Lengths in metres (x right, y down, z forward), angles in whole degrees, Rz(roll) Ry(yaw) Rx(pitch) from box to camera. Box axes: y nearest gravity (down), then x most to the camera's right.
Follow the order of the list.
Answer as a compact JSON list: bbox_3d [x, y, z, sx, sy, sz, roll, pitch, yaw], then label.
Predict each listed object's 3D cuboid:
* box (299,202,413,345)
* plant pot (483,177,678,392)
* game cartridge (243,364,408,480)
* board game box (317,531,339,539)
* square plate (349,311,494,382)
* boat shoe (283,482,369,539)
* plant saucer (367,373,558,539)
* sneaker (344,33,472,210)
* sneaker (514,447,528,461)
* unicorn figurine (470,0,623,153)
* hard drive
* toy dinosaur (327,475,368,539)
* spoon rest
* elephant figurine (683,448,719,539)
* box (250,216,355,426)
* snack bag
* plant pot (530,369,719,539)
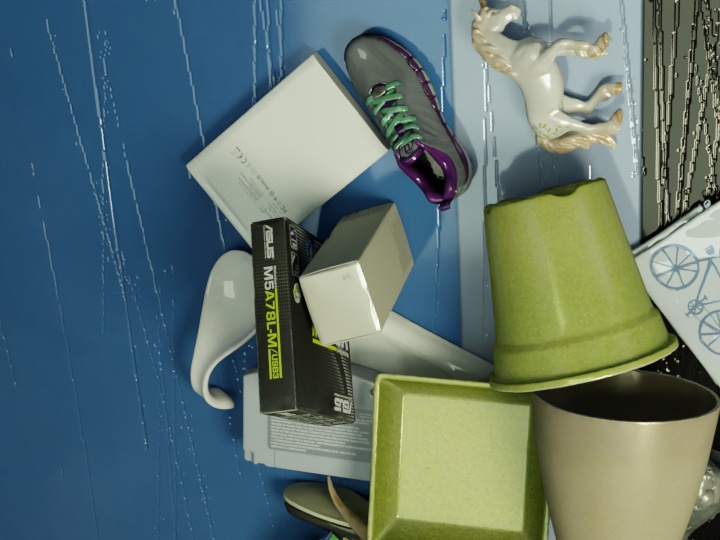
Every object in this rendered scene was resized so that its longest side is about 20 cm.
[{"bbox_3d":[0.000,0.000,1.294,0.068,0.200,0.083,-14,105,17],"label":"box"},{"bbox_3d":[0.208,0.008,1.267,0.198,0.200,0.186,-13,94,17],"label":"plant pot"},{"bbox_3d":[-0.039,0.170,1.422,0.197,0.041,0.135,7,113,11],"label":"game cartridge"},{"bbox_3d":[-0.054,0.408,1.500,0.136,0.034,0.200,47,133,-4],"label":"board game box"},{"bbox_3d":[0.032,0.152,1.432,0.198,0.028,0.200,28,112,4],"label":"square plate"},{"bbox_3d":[-0.001,0.307,1.467,0.199,0.074,0.064,15,114,10],"label":"boat shoe"},{"bbox_3d":[0.112,0.214,1.348,0.197,0.048,0.202,4,99,10],"label":"plant saucer"},{"bbox_3d":[0.049,-0.157,1.282,0.074,0.088,0.201,-34,98,21],"label":"sneaker"},{"bbox_3d":[0.167,0.233,1.420,0.087,0.075,0.200,31,108,-35],"label":"sneaker"},{"bbox_3d":[0.189,-0.202,1.247,0.136,0.074,0.202,-5,113,26],"label":"unicorn figurine"},{"bbox_3d":[-0.081,-0.127,1.366,0.199,0.027,0.132,-37,96,22],"label":"hard drive"},{"bbox_3d":[0.027,0.319,1.394,0.198,0.101,0.059,22,143,24],"label":"toy dinosaur"},{"bbox_3d":[-0.154,0.072,1.425,0.099,0.060,0.202,33,118,33],"label":"spoon rest"},{"bbox_3d":[0.328,0.282,1.342,0.141,0.155,0.201,27,105,-21],"label":"elephant figurine"},{"bbox_3d":[-0.058,0.061,1.296,0.047,0.200,0.196,-10,76,15],"label":"box"},{"bbox_3d":[0.409,0.005,1.295,0.199,0.021,0.189,-37,97,22],"label":"snack bag"},{"bbox_3d":[0.259,0.220,1.237,0.185,0.187,0.203,4,101,12],"label":"plant pot"}]
